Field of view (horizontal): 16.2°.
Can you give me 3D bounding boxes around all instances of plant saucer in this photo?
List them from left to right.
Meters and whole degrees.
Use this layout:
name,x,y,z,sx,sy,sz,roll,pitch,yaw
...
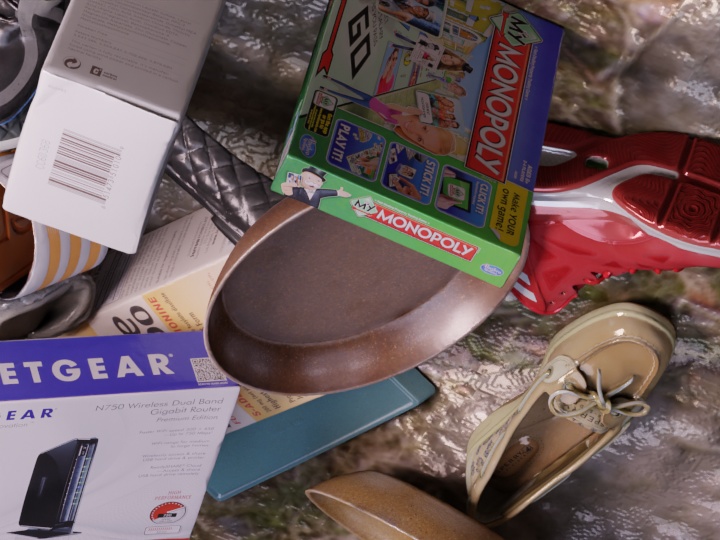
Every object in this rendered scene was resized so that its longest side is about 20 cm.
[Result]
name,x,y,z,sx,sy,sz,roll,pitch,yaw
plant saucer,-0.046,0.101,1.698,0.200,0.019,0.070,-29,120,32
plant saucer,0.000,0.000,1.467,0.200,0.035,0.200,-16,145,-11
plant saucer,0.057,0.184,1.681,0.200,0.035,0.200,30,169,6

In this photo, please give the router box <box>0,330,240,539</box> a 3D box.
name,x,y,z,sx,sy,sz,roll,pitch,yaw
router box,-0.192,0.117,1.565,0.200,0.049,0.180,-3,139,-22

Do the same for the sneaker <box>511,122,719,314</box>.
name,x,y,z,sx,sy,sz,roll,pitch,yaw
sneaker,0.160,-0.022,1.509,0.200,0.078,0.116,18,143,14

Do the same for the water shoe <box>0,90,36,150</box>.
name,x,y,z,sx,sy,sz,roll,pitch,yaw
water shoe,-0.275,-0.095,1.467,0.200,0.072,0.079,0,170,-2

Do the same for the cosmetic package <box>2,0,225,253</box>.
name,x,y,z,sx,sy,sz,roll,pitch,yaw
cosmetic package,-0.125,-0.121,1.389,0.081,0.200,0.113,20,136,-4

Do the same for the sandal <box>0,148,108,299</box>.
name,x,y,z,sx,sy,sz,roll,pitch,yaw
sandal,-0.165,-0.041,1.473,0.059,0.207,0.079,6,114,32

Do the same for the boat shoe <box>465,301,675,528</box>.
name,x,y,z,sx,sy,sz,roll,pitch,yaw
boat shoe,0.134,0.096,1.617,0.073,0.063,0.200,27,132,-12

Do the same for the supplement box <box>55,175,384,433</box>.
name,x,y,z,sx,sy,sz,roll,pitch,yaw
supplement box,-0.088,0.032,1.605,0.200,0.074,0.126,-24,122,31

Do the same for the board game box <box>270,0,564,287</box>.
name,x,y,z,sx,sy,sz,roll,pitch,yaw
board game box,0.035,-0.090,1.377,0.134,0.200,0.029,22,132,-7

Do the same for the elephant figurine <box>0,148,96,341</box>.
name,x,y,z,sx,sy,sz,roll,pitch,yaw
elephant figurine,-0.239,0.004,1.566,0.155,0.142,0.200,-5,149,10

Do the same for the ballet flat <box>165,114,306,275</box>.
name,x,y,z,sx,sy,sz,roll,pitch,yaw
ballet flat,-0.097,-0.080,1.493,0.200,0.057,0.066,46,173,5

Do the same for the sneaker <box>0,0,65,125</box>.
name,x,y,z,sx,sy,sz,roll,pitch,yaw
sneaker,-0.186,-0.175,1.388,0.071,0.083,0.200,23,105,-3
